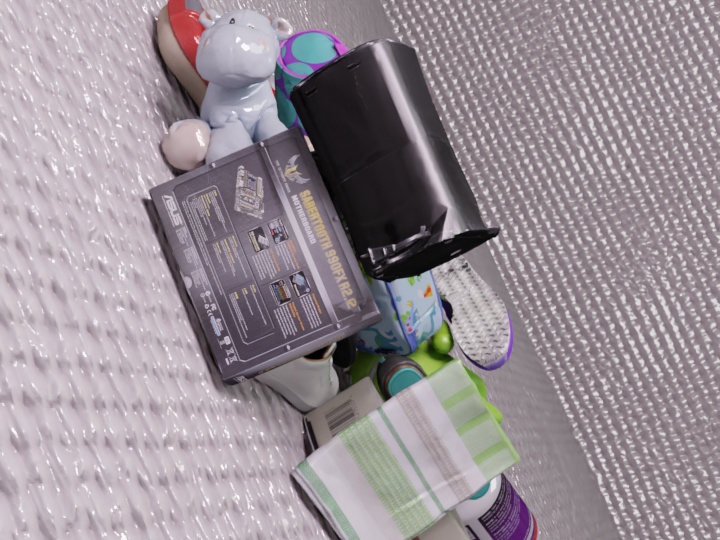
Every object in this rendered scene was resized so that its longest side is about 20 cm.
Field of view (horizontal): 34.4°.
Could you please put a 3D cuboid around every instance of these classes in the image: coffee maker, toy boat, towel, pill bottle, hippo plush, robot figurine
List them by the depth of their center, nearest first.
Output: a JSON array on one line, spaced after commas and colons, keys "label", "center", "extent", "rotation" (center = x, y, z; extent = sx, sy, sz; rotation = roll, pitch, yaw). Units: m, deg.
[{"label": "coffee maker", "center": [0.030, -0.104, 1.065], "extent": [0.192, 0.134, 0.200], "rotation": [63, 3, -81]}, {"label": "towel", "center": [0.049, 0.196, 1.160], "extent": [0.149, 0.200, 0.031], "rotation": [58, -4, -26]}, {"label": "hippo plush", "center": [-0.110, -0.188, 1.232], "extent": [0.200, 0.159, 0.161], "rotation": [-71, 175, -68]}, {"label": "toy boat", "center": [-0.143, -0.250, 1.382], "extent": [0.200, 0.131, 0.131], "rotation": [54, 12, -37]}, {"label": "robot figurine", "center": [0.070, 0.146, 1.400], "extent": [0.200, 0.176, 0.116], "rotation": [35, 14, 27]}, {"label": "pill bottle", "center": [0.151, 0.311, 1.528], "extent": [0.200, 0.112, 0.113], "rotation": [55, 16, -37]}]

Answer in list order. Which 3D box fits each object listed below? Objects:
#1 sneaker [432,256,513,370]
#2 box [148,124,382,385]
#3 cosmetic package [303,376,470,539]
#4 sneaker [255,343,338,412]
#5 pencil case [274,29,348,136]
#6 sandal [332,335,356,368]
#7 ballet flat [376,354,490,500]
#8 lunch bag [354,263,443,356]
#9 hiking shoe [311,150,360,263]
[{"label": "sneaker", "center": [0.146, 0.064, 1.393], "extent": [0.100, 0.069, 0.200], "rotation": [55, 7, -35]}, {"label": "box", "center": [-0.090, -0.015, 1.094], "extent": [0.048, 0.158, 0.200], "rotation": [73, -7, -79]}, {"label": "cosmetic package", "center": [0.030, 0.227, 1.239], "extent": [0.200, 0.087, 0.103], "rotation": [57, 1, -24]}, {"label": "sneaker", "center": [-0.049, 0.096, 1.221], "extent": [0.073, 0.085, 0.200], "rotation": [67, 12, 22]}, {"label": "pencil case", "center": [-0.053, -0.173, 1.354], "extent": [0.200, 0.092, 0.085], "rotation": [93, -8, -45]}, {"label": "sandal", "center": [-0.070, 0.031, 1.319], "extent": [0.048, 0.075, 0.201], "rotation": [-40, 111, -36]}, {"label": "ballet flat", "center": [0.081, 0.165, 1.282], "extent": [0.200, 0.068, 0.068], "rotation": [58, -8, -23]}, {"label": "lunch bag", "center": [0.000, 0.000, 1.328], "extent": [0.082, 0.161, 0.200], "rotation": [-39, 123, -36]}, {"label": "hiking shoe", "center": [-0.031, -0.050, 1.206], "extent": [0.076, 0.200, 0.101], "rotation": [27, -8, 36]}]
